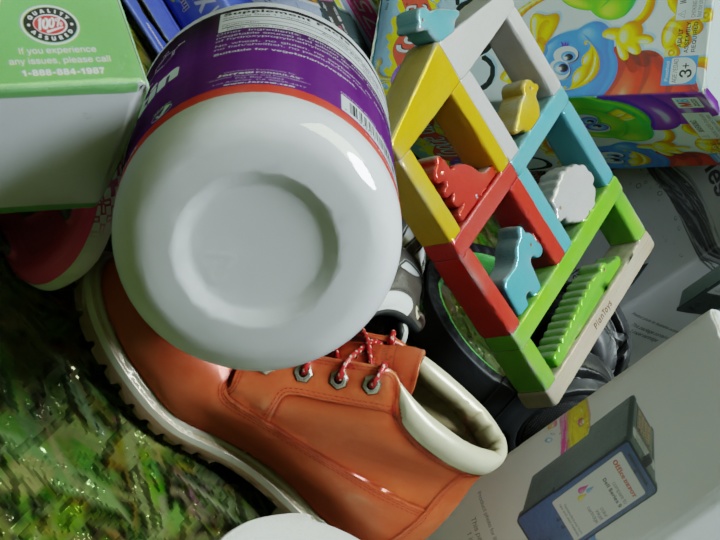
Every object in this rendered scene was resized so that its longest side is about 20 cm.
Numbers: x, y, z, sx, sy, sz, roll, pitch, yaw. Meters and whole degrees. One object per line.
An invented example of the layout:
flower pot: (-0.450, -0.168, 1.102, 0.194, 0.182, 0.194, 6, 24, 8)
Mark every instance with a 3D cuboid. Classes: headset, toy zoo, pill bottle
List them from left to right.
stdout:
pill bottle: (-0.042, -0.045, 0.910, 0.112, 0.112, 0.200, 44, 14, -16)
toy zoo: (0.071, -0.048, 1.101, 0.200, 0.020, 0.131, 56, 48, -24)
headset: (0.120, 0.049, 1.181, 0.200, 0.094, 0.124, 33, 32, -11)

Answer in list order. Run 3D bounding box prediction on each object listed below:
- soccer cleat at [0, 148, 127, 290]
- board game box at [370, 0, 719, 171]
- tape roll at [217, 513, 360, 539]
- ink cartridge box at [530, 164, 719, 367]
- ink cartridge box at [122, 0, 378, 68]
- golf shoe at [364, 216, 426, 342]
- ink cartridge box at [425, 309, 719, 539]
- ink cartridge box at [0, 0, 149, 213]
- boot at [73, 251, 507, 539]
soccer cleat: (-0.123, -0.068, 0.975, 0.086, 0.070, 0.200, 32, 35, -43)
board game box: (0.118, -0.120, 1.215, 0.105, 0.200, 0.103, 36, 59, -55)
tape roll: (-0.006, 0.194, 0.884, 0.203, 0.037, 0.203, 36, 32, -28)
ink cartridge box: (0.189, -0.052, 1.286, 0.084, 0.200, 0.146, 19, 42, -47)
ink cartridge box: (-0.057, -0.148, 1.202, 0.200, 0.042, 0.119, -11, 66, -58)
golf shoe: (0.000, 0.000, 1.098, 0.200, 0.078, 0.095, -20, 92, -59)
ink cartridge box: (0.143, 0.119, 1.018, 0.145, 0.200, 0.088, 20, 41, -45)
ink cartridge box: (-0.186, -0.124, 0.874, 0.146, 0.084, 0.200, -4, 57, -26)
boot: (-0.028, 0.044, 0.951, 0.200, 0.107, 0.075, 40, 33, -18)
